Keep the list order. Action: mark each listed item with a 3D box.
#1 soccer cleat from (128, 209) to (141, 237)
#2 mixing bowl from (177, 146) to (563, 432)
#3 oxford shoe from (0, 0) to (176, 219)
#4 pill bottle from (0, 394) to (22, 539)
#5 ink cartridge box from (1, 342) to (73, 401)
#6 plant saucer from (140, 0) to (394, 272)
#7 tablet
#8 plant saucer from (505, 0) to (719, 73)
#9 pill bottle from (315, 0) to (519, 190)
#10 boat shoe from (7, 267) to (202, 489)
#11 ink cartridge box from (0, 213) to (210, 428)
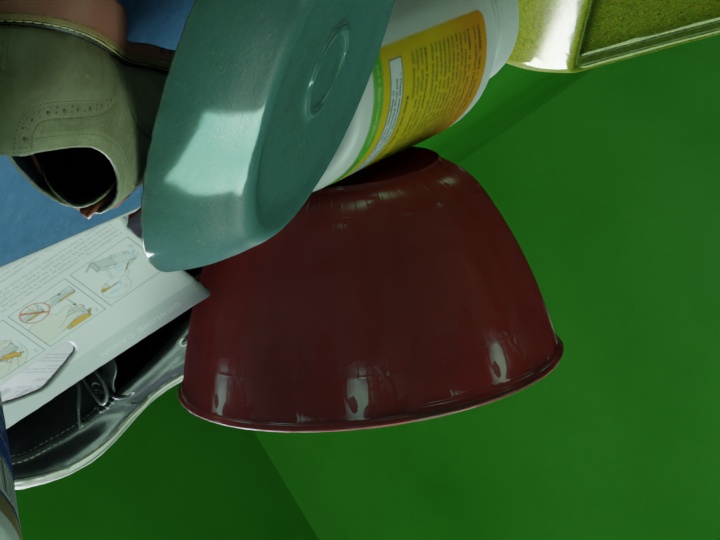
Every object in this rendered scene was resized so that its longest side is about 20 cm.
[{"bbox_3d":[-0.116,-0.006,1.448,0.199,0.086,0.069,-31,179,22],"label":"soccer cleat"},{"bbox_3d":[0.000,0.000,1.269,0.198,0.109,0.200,-6,-165,2],"label":"mixing bowl"},{"bbox_3d":[-0.104,-0.055,0.974,0.070,0.076,0.200,1,170,20],"label":"oxford shoe"},{"bbox_3d":[-0.202,0.068,1.039,0.111,0.111,0.201,-32,-141,11],"label":"pill bottle"},{"bbox_3d":[-0.247,0.048,1.340,0.199,0.088,0.145,-35,162,27],"label":"ink cartridge box"},{"bbox_3d":[-0.027,-0.086,1.010,0.200,0.036,0.201,23,90,-78],"label":"plant saucer"},{"bbox_3d":[-0.132,-0.060,1.053,0.200,0.014,0.131,-28,141,-56],"label":"tablet"},{"bbox_3d":[0.180,-0.186,1.409,0.198,0.048,0.201,-16,151,-14],"label":"plant saucer"},{"bbox_3d":[0.001,-0.112,1.257,0.111,0.112,0.200,-33,177,33],"label":"pill bottle"},{"bbox_3d":[-0.141,0.050,1.394,0.199,0.075,0.062,-33,144,10],"label":"boat shoe"},{"bbox_3d":[-0.195,0.014,1.188,0.199,0.044,0.174,-33,148,11],"label":"ink cartridge box"}]
